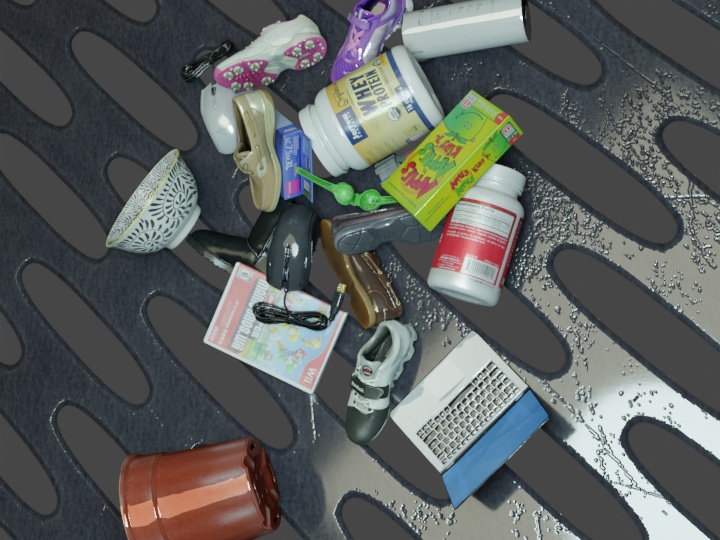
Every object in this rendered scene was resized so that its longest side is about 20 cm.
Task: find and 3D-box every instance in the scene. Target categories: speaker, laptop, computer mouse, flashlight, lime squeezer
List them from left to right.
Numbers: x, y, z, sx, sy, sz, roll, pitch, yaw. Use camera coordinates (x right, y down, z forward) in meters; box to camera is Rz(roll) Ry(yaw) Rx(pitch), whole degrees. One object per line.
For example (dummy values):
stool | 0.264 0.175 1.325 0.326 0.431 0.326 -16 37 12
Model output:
computer mouse | -0.247 -0.299 1.881 0.109 0.044 0.200 -23 70 13
computer mouse | -0.086 -0.005 1.693 0.140 0.046 0.200 14 82 11
lime squeezer | -0.007 -0.119 1.704 0.200 0.071 0.038 14 87 -1
flashlight | 0.120 -0.186 1.703 0.200 0.068 0.068 -27 66 12
laptop | 0.152 0.211 1.572 0.187 0.116 0.200 -45 67 5
speaker | 0.170 -0.389 1.724 0.200 0.081 0.081 -6 75 19

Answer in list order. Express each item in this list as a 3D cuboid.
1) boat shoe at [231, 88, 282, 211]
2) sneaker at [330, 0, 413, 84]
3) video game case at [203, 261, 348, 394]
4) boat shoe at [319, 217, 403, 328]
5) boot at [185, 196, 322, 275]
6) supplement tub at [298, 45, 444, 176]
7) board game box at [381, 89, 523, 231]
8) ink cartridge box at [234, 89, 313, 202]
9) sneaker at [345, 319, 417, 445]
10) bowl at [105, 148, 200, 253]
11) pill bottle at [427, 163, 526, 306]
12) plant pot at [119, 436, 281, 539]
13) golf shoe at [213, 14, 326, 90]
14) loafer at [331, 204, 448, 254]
boat shoe | -0.169 -0.183 1.697 0.071 0.064 0.200 31 132 51
sneaker | 0.006 -0.391 1.783 0.080 0.088 0.200 32 91 23
video game case | -0.137 0.091 1.728 0.200 0.017 0.143 24 95 10
boat shoe | 0.000 0.000 1.711 0.070 0.070 0.200 -17 68 -24
boot | -0.171 -0.062 1.782 0.198 0.073 0.163 32 93 17
supplement tub | 0.017 -0.249 1.715 0.200 0.144 0.145 -29 69 12
board game box | 0.135 -0.165 1.610 0.200 0.048 0.102 -46 44 3
ink cartridge box | -0.142 -0.198 1.752 0.042 0.120 0.200 -21 42 -29
sneaker | 0.014 0.166 1.648 0.074 0.088 0.200 17 84 30
bowl | -0.333 -0.096 1.821 0.094 0.201 0.201 37 93 -20
pill bottle | 0.180 -0.056 1.625 0.112 0.112 0.200 15 83 23
plant pot | -0.236 0.352 1.655 0.195 0.201 0.201 -17 72 8
golf shoe | -0.159 -0.373 1.851 0.200 0.075 0.092 -19 59 1
loafer | 0.051 -0.079 1.681 0.199 0.072 0.063 -11 49 -8
